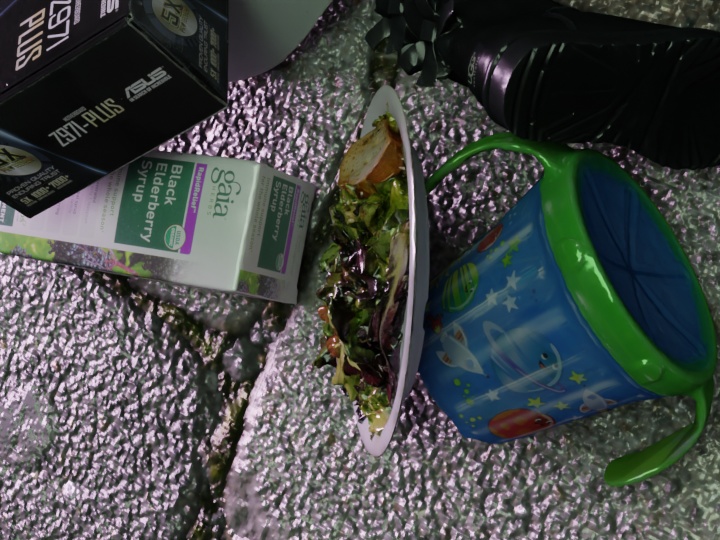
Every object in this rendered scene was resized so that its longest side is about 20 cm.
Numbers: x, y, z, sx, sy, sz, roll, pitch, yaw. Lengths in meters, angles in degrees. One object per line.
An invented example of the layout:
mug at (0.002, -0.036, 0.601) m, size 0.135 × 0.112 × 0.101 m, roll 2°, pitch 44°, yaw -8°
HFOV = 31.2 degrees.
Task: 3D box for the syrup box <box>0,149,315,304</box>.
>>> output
syrup box at (-0.135, -0.034, 0.827) m, size 0.198 × 0.081 × 0.080 m, roll 9°, pitch 87°, yaw 27°

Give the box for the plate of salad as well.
plate of salad at (0.000, 0.000, 0.707) m, size 0.047 × 0.200 × 0.203 m, roll 1°, pitch 83°, yaw -11°

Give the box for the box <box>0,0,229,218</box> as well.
box at (-0.166, -0.159, 0.780) m, size 0.163 × 0.086 × 0.202 m, roll -24°, pitch 50°, yaw 26°

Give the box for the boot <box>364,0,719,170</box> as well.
boot at (0.109, -0.123, 0.710) m, size 0.163 × 0.196 × 0.074 m, roll 49°, pitch 132°, yaw 51°

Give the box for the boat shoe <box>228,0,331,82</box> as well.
boat shoe at (-0.045, -0.193, 0.817) m, size 0.199 × 0.071 × 0.064 m, roll -33°, pitch 32°, yaw 31°

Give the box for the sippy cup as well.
sippy cup at (0.100, 0.025, 0.690) m, size 0.130 × 0.139 × 0.180 m, roll -31°, pitch 61°, yaw 29°
